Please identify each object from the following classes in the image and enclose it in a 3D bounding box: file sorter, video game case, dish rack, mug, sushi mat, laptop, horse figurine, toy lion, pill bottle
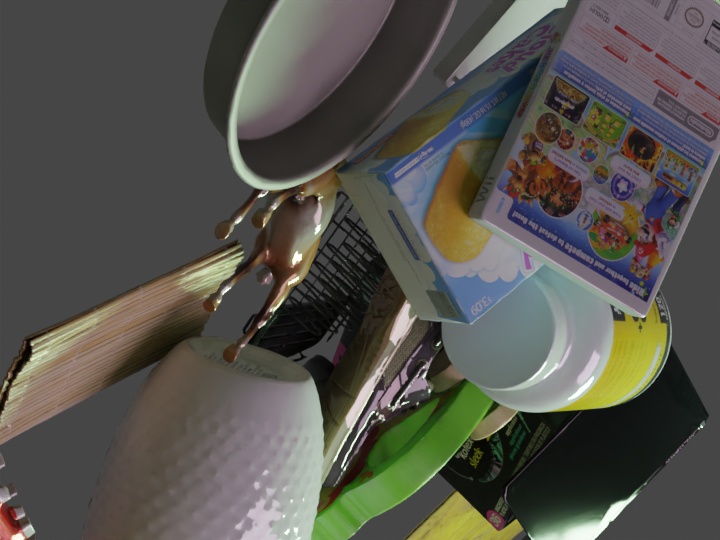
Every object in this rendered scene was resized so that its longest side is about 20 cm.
[{"bbox_3d":[0.162,-0.134,1.500,0.139,0.125,0.200,-50,162,3],"label":"file sorter"},{"bbox_3d":[0.164,-0.090,1.303,0.018,0.143,0.200,10,-107,61],"label":"video game case"},{"bbox_3d":[0.000,0.000,1.518,0.200,0.055,0.153,-53,161,17],"label":"dish rack"},{"bbox_3d":[-0.089,0.138,1.404,0.200,0.148,0.176,-11,119,-68],"label":"mug"},{"bbox_3d":[-0.155,0.046,1.319,0.200,0.012,0.096,-28,154,-48],"label":"sushi mat"},{"bbox_3d":[0.174,0.141,1.636,0.177,0.103,0.200,-43,-173,-10],"label":"laptop"},{"bbox_3d":[-0.050,-0.035,1.322,0.133,0.050,0.200,-50,161,-41],"label":"horse figurine"},{"bbox_3d":[0.001,0.147,1.532,0.192,0.069,0.200,-48,-166,-30],"label":"toy lion"},{"bbox_3d":[0.133,0.041,1.432,0.112,0.112,0.200,-53,158,15],"label":"pill bottle"}]

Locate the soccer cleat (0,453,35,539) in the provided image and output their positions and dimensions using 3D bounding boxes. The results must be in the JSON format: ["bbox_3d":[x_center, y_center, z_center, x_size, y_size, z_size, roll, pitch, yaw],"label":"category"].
[{"bbox_3d":[-0.245,0.171,1.290,0.085,0.069,0.200,-23,152,-12],"label":"soccer cleat"}]

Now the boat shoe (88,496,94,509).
[{"bbox_3d":[-0.106,0.137,1.509,0.200,0.065,0.072,-28,169,-40],"label":"boat shoe"}]

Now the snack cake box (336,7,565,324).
[{"bbox_3d":[0.097,-0.069,1.319,0.200,0.115,0.067,-38,-161,-22],"label":"snack cake box"}]

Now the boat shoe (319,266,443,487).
[{"bbox_3d":[0.023,0.070,1.458,0.200,0.065,0.072,-63,-163,10],"label":"boat shoe"}]

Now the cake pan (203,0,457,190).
[{"bbox_3d":[-0.016,-0.138,1.182,0.200,0.037,0.200,-42,154,-25],"label":"cake pan"}]

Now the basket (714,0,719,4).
[{"bbox_3d":[0.273,-0.267,1.422,0.200,0.161,0.198,-48,162,2],"label":"basket"}]

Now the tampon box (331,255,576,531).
[{"bbox_3d":[0.099,0.071,1.656,0.126,0.200,0.150,-34,157,-36],"label":"tampon box"}]

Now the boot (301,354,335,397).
[{"bbox_3d":[-0.076,0.163,1.669,0.132,0.070,0.200,-27,149,-35],"label":"boot"}]
